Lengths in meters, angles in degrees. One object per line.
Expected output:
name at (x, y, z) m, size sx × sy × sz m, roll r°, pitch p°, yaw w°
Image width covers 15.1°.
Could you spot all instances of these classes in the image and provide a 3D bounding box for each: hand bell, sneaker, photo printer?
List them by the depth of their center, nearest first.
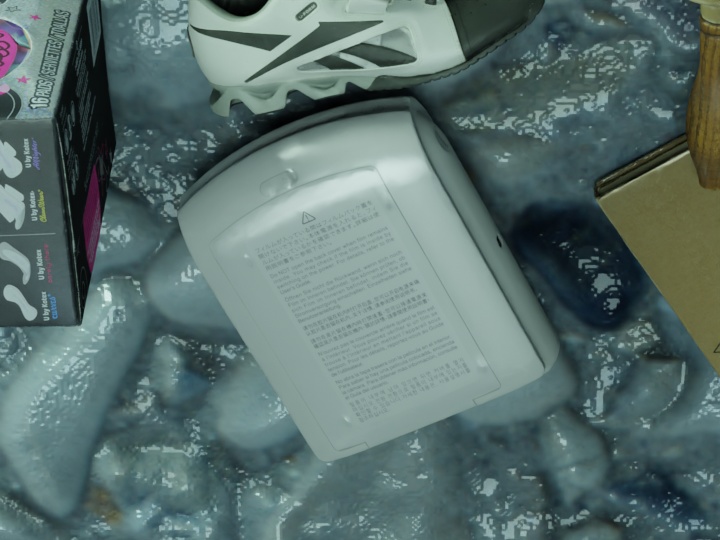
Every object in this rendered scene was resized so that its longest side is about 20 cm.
hand bell at (0.196, -0.129, 1.470) m, size 0.104 × 0.104 × 0.200 m, roll -3°, pitch 127°, yaw 3°
sneaker at (-0.001, -0.147, 1.472) m, size 0.200 × 0.074 × 0.089 m, roll -14°, pitch 122°, yaw 9°
photo printer at (0.000, 0.000, 1.566) m, size 0.166 × 0.069 × 0.200 m, roll -23°, pitch 118°, yaw 16°

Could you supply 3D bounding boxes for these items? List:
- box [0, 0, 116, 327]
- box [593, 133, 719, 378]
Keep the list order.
box at (-0.201, -0.074, 1.449) m, size 0.115 × 0.200 × 0.132 m, roll -2°, pitch 121°, yaw 2°
box at (0.256, -0.011, 1.579) m, size 0.163 × 0.021 × 0.200 m, roll -29°, pitch 116°, yaw 17°
